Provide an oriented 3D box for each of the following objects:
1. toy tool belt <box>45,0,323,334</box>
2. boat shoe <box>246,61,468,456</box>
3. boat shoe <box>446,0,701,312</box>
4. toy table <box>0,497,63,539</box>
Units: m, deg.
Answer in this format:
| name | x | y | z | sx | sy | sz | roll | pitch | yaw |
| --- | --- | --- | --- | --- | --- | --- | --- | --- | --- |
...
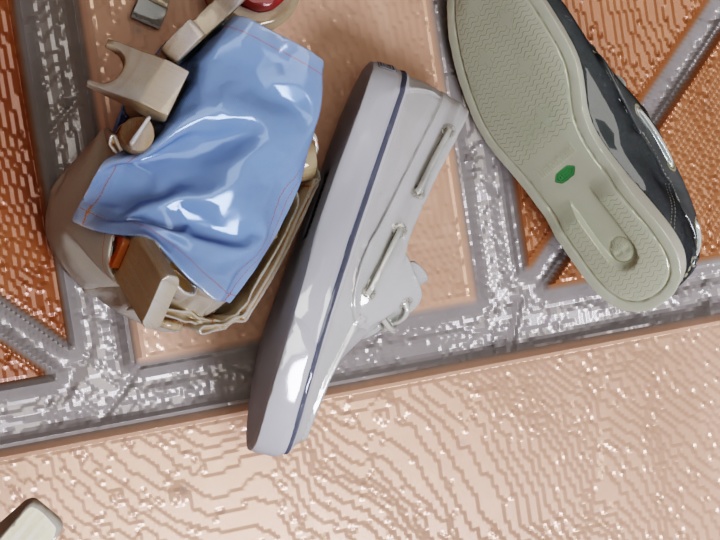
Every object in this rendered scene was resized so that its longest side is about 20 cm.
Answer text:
| name | x | y | z | sx | sy | sz | roll | pitch | yaw |
| --- | --- | --- | --- | --- | --- | --- | --- | --- | --- |
| toy tool belt | -0.067 | -0.068 | 0.813 | 0.125 | 0.123 | 0.201 | 24 | 84 | -15 |
| boat shoe | 0.000 | 0.000 | 0.864 | 0.066 | 0.072 | 0.201 | 20 | 77 | -10 |
| boat shoe | 0.110 | -0.077 | 0.903 | 0.068 | 0.072 | 0.200 | -33 | 93 | -49 |
| toy table | -0.201 | 0.173 | 0.783 | 0.200 | 0.117 | 0.184 | 31 | 82 | -13 |
